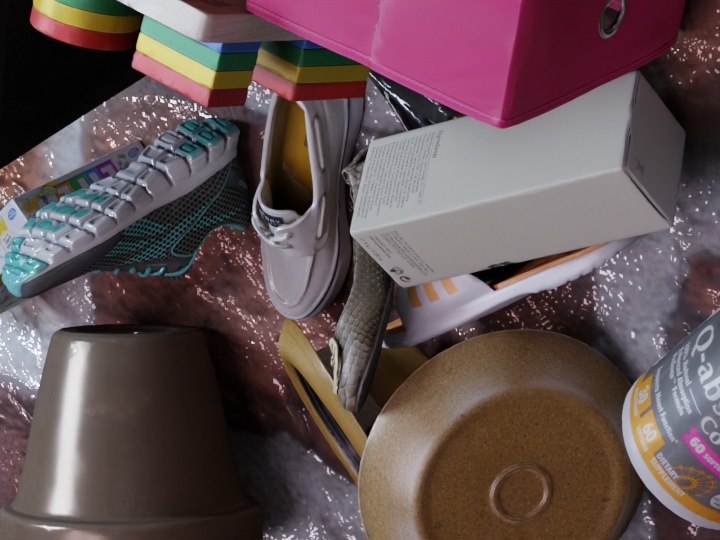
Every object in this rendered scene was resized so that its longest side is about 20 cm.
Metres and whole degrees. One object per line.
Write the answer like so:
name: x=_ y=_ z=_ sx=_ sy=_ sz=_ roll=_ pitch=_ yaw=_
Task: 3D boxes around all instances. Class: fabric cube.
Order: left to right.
fabric cube: x=0.076 y=-0.230 z=1.437 sx=0.200 sy=0.196 sz=0.200 roll=28 pitch=125 yaw=28

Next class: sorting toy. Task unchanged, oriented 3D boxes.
sorting toy: x=-0.103 y=-0.165 z=1.578 sx=0.199 sy=0.200 sz=0.070 roll=29 pitch=114 yaw=34

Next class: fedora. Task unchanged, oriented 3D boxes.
fedora: x=0.023 y=0.104 z=1.702 sx=0.201 sy=0.082 sz=0.201 roll=55 pitch=171 yaw=12

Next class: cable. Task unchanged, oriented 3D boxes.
cable: x=0.029 y=-0.134 z=1.645 sx=0.200 sy=0.050 sz=0.097 roll=42 pitch=148 yaw=32

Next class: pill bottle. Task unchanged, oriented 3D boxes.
pill bottle: x=0.255 y=0.062 z=1.485 sx=0.116 sy=0.116 sz=0.200 roll=50 pitch=134 yaw=9

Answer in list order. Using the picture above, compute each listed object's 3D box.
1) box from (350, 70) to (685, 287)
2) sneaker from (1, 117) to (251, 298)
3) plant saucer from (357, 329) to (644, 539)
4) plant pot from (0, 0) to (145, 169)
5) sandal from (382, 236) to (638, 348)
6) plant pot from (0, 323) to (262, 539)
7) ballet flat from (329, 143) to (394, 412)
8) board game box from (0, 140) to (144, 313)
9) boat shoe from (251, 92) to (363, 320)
box: x=0.097 y=-0.055 z=1.550 sx=0.200 sy=0.082 sz=0.068 roll=-11 pitch=139 yaw=33
sneaker: x=-0.155 y=-0.024 z=1.743 sx=0.078 sy=0.200 sz=0.091 roll=26 pitch=143 yaw=56
plant saucer: x=0.098 y=0.137 z=1.610 sx=0.035 sy=0.200 sz=0.201 roll=-128 pitch=29 yaw=-65
plant pot: x=-0.250 y=-0.221 z=1.688 sx=0.199 sy=0.200 sz=0.178 roll=36 pitch=142 yaw=21
sandal: x=0.089 y=-0.008 z=1.624 sx=0.206 sy=0.079 sz=0.059 roll=-24 pitch=93 yaw=36
plant pot: x=-0.170 y=0.130 z=1.850 sx=0.200 sy=0.200 sz=0.175 roll=2 pitch=93 yaw=39
ballet flat: x=0.000 y=0.000 z=1.629 sx=0.046 sy=0.200 sz=0.067 roll=11 pitch=152 yaw=-3
board game box: x=-0.250 y=-0.015 z=1.858 sx=0.034 sy=0.134 sz=0.200 roll=55 pitch=134 yaw=4
boat shoe: x=-0.046 y=-0.047 z=1.716 sx=0.071 sy=0.070 sz=0.200 roll=29 pitch=127 yaw=26
